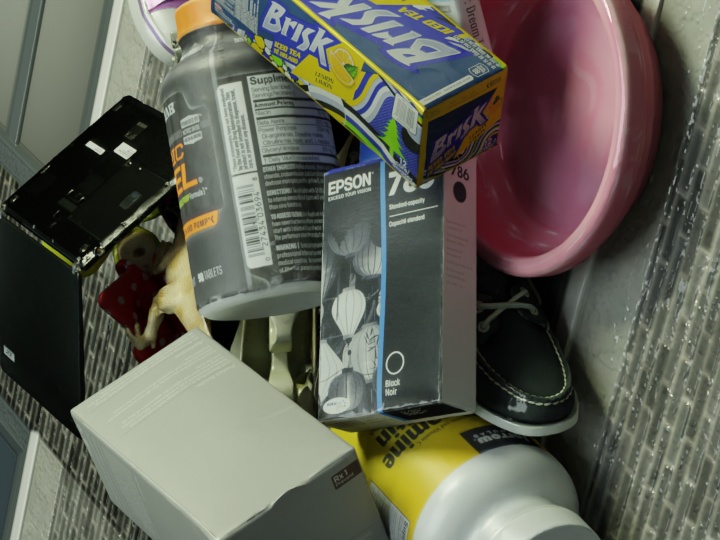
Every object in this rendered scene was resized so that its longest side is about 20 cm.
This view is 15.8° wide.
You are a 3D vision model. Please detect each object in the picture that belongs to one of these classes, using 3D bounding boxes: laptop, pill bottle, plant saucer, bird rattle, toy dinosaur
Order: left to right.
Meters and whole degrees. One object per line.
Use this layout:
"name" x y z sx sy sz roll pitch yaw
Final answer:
"laptop" -0.179 -0.008 1.817 0.103 0.200 0.177 53 168 -29
"bird rattle" -0.141 0.020 1.916 0.200 0.112 0.163 45 166 48
"toy dinosaur" -0.116 0.020 1.740 0.101 0.058 0.201 117 151 -43
"pill bottle" -0.068 -0.076 1.646 0.106 0.106 0.201 -24 74 56
"pill bottle" 0.063 0.138 1.578 0.200 0.112 0.113 42 125 50
"plant saucer" 0.116 -0.096 1.553 0.200 0.051 0.202 -4 86 59

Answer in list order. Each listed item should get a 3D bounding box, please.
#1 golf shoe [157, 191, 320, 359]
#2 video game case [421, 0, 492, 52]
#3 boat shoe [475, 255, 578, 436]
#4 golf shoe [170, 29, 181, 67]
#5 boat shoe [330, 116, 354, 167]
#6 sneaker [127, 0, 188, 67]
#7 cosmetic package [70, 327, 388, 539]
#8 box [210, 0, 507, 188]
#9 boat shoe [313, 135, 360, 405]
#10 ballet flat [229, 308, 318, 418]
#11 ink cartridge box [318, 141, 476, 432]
"golf shoe" -0.059 -0.001 1.829 0.073 0.092 0.200 -42 66 10
"video game case" -0.001 -0.195 1.601 0.200 0.024 0.183 12 122 54
"boat shoe" 0.075 0.025 1.591 0.200 0.075 0.061 49 143 46
"golf shoe" -0.084 -0.123 1.860 0.200 0.097 0.079 111 146 -78
"boat shoe" -0.018 -0.092 1.755 0.200 0.065 0.073 -37 59 52
"sneaker" -0.116 -0.253 1.897 0.114 0.072 0.202 -30 56 49
"cosmetic package" -0.082 0.126 1.592 0.200 0.107 0.090 38 154 49
"box" -0.003 -0.139 1.553 0.200 0.070 0.064 43 146 31
"boat shoe" 0.000 0.000 1.703 0.063 0.073 0.201 25 110 23
"ballet flat" -0.057 0.058 1.733 0.069 0.069 0.201 10 99 58
"ink cartridge box" 0.023 -0.007 1.567 0.099 0.039 0.201 -13 68 39
